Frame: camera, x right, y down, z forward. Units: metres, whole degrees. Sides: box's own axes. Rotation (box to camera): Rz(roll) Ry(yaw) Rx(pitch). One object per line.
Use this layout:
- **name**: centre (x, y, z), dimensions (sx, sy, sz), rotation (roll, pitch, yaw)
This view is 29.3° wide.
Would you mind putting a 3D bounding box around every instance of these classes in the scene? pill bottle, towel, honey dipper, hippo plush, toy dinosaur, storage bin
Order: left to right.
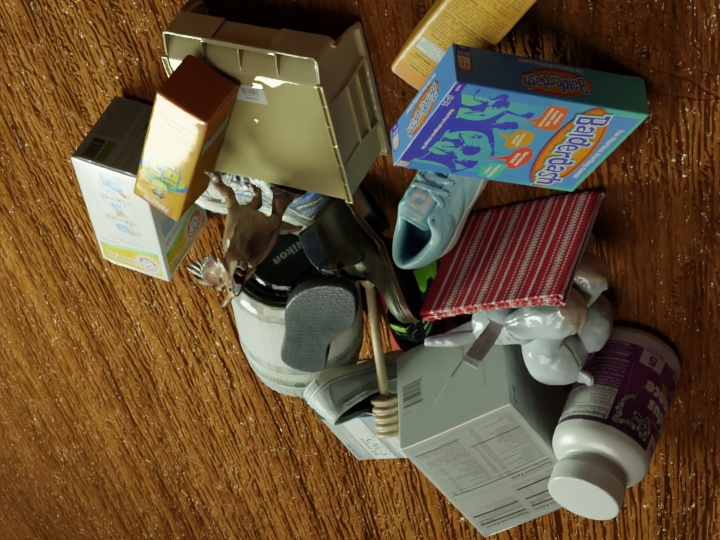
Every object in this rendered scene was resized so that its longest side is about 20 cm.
- **toy dinosaur**: centre (-0.128, -0.029, 1.519), dimensions (0.085, 0.137, 0.200), rotation (13, -179, 14)
- **storage bin**: centre (-0.091, -0.187, 1.470), dimensions (0.198, 0.094, 0.200), rotation (14, 143, 25)
- **honey dipper**: centre (0.022, 0.098, 1.651), dimensions (0.038, 0.038, 0.202), rotation (-5, 95, 42)
- **towel**: centre (0.158, -0.013, 1.453), dimensions (0.199, 0.145, 0.022), rotation (-9, 137, 45)
- **hippo plush**: centre (0.212, 0.063, 1.486), dimensions (0.161, 0.201, 0.159), rotation (45, 166, -35)
- **pill bottle**: centre (0.280, 0.172, 1.543), dimensions (0.111, 0.201, 0.113), rotation (20, 149, 12)

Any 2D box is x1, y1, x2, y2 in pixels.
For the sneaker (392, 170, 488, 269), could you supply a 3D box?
- **sneaker**: centre (0.082, -0.080, 1.440), dimensions (0.074, 0.082, 0.201), rotation (28, 128, 21)

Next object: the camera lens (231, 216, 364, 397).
- **camera lens**: centre (-0.077, 0.040, 1.693), dimensions (0.159, 0.161, 0.201), rotation (18, 145, 18)

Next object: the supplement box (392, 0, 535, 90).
- **supplement box**: centre (0.105, -0.237, 1.260), dimensions (0.069, 0.067, 0.200), rotation (34, 147, -6)

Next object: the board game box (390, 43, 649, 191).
- **board game box**: centre (0.148, -0.140, 1.303), dimensions (0.198, 0.045, 0.152), rotation (6, 152, -20)

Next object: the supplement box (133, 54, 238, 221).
- **supplement box**: centre (-0.188, -0.136, 1.468), dimensions (0.066, 0.069, 0.200), rotation (32, 149, 3)

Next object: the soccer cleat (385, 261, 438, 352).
- **soccer cleat**: centre (0.056, 0.051, 1.642), dimensions (0.067, 0.081, 0.201), rotation (17, 145, 14)

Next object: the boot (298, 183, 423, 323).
- **boot**: centre (0.000, 0.000, 1.543), dimensions (0.097, 0.201, 0.075), rotation (-34, 140, 13)

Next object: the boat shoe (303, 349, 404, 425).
- **boat shoe**: centre (0.016, 0.154, 1.717), dimensions (0.072, 0.200, 0.070), rotation (51, 127, 24)

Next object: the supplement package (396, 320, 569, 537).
- **supplement package**: centre (0.158, 0.185, 1.646), dimensions (0.150, 0.153, 0.200), rotation (-26, 128, 22)

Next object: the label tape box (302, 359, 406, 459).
- **label tape box**: centre (-0.008, 0.199, 1.937), dimensions (0.199, 0.066, 0.143), rotation (-12, 128, 44)

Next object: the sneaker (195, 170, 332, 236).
- **sneaker**: centre (-0.121, -0.111, 1.622), dimensions (0.198, 0.077, 0.086), rotation (15, 141, 7)

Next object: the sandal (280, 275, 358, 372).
- **sandal**: centre (-0.052, 0.052, 1.553), dimensions (0.075, 0.043, 0.200), rotation (19, 149, -8)

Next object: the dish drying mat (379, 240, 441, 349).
- **dish drying mat**: centre (0.060, 0.037, 1.713), dimensions (0.076, 0.018, 0.201), rotation (13, 143, 24)

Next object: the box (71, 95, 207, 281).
- **box**: centre (-0.269, -0.099, 1.707), dimensions (0.100, 0.113, 0.201), rotation (18, 145, 16)
